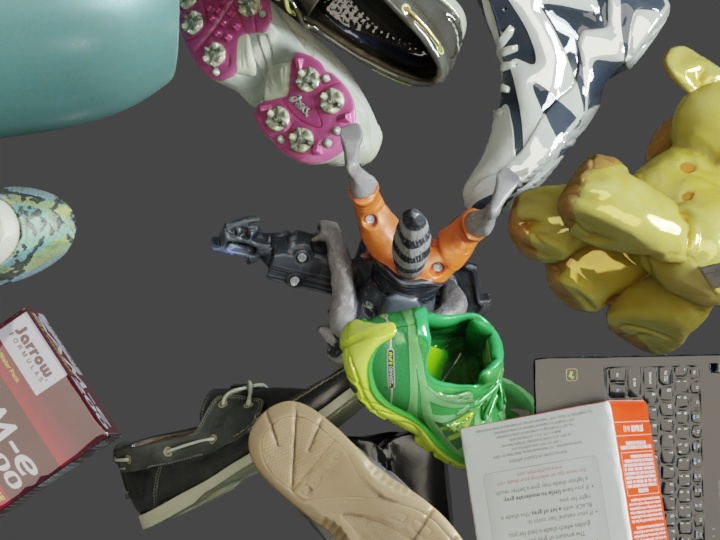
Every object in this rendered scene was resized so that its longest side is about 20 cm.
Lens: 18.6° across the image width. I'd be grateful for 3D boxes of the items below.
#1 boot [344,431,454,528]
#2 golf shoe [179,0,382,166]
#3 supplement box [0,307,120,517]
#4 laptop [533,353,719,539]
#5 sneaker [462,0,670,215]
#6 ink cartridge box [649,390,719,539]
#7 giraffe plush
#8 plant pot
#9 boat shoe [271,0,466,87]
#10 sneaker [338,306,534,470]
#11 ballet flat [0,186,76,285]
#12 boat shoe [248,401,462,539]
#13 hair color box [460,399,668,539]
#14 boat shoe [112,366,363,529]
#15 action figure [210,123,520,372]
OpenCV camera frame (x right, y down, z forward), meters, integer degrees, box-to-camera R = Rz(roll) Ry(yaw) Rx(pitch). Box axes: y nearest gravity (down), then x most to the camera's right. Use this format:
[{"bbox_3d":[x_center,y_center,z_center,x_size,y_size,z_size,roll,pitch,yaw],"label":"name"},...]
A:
[{"bbox_3d":[-0.012,0.213,1.496,0.164,0.066,0.202,-6,92,-10],"label":"boot"},{"bbox_3d":[-0.057,-0.142,1.522,0.075,0.091,0.200,-42,64,14],"label":"golf shoe"},{"bbox_3d":[-0.278,0.126,1.518,0.199,0.061,0.109,-35,86,-1],"label":"supplement box"},{"bbox_3d":[0.209,0.141,1.391,0.198,0.103,0.179,-1,86,5],"label":"laptop"},{"bbox_3d":[0.105,-0.143,1.509,0.129,0.079,0.200,39,94,9],"label":"sneaker"},{"bbox_3d":[0.252,0.150,1.482,0.199,0.084,0.146,-18,86,2],"label":"ink cartridge box"},{"bbox_3d":[0.220,-0.057,1.467,0.173,0.199,0.163,45,59,-33],"label":"giraffe plush"},{"bbox_3d":[-0.206,-0.187,1.470,0.160,0.201,0.202,-4,87,-12],"label":"plant pot"},{"bbox_3d":[-0.020,-0.192,1.467,0.200,0.061,0.072,29,128,-9],"label":"boat shoe"},{"bbox_3d":[0.067,0.077,1.445,0.083,0.200,0.075,-24,60,27],"label":"sneaker"},{"bbox_3d":[-0.298,-0.020,1.523,0.199,0.074,0.075,-8,87,2],"label":"ballet flat"},{"bbox_3d":[0.011,0.162,1.400,0.200,0.065,0.072,43,93,7],"label":"boat shoe"},{"bbox_3d":[0.137,0.189,1.390,0.110,0.064,0.201,-13,80,31],"label":"hair color box"},{"bbox_3d":[-0.079,0.106,1.489,0.199,0.072,0.068,-28,80,19],"label":"boat shoe"},{"bbox_3d":[0.000,0.000,1.463,0.199,0.105,0.194,8,130,-6],"label":"action figure"}]
